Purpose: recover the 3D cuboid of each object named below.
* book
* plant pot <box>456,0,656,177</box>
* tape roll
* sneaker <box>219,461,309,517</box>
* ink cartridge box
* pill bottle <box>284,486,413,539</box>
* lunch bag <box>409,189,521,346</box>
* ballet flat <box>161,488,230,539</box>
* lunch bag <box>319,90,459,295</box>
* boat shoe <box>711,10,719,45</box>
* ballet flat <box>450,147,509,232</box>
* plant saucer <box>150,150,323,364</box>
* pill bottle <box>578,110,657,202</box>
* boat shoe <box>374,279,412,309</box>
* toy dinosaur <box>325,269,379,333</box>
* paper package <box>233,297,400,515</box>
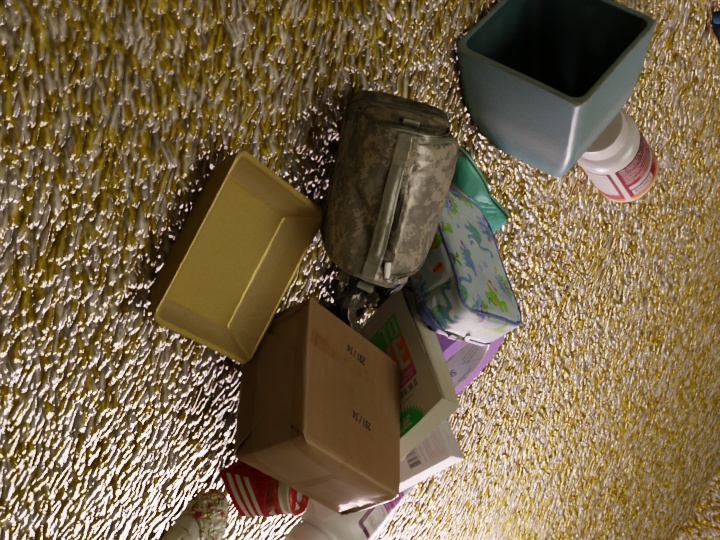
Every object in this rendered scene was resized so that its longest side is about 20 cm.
[{"bbox_3d":[0.047,0.137,1.642,0.048,0.201,0.134,28,118,-34],"label":"book"},{"bbox_3d":[0.258,-0.245,1.750,0.196,0.195,0.201,-46,152,-29],"label":"plant pot"},{"bbox_3d":[0.111,0.121,1.818,0.199,0.066,0.201,-36,157,-17],"label":"tape roll"},{"bbox_3d":[-0.117,0.217,1.607,0.201,0.114,0.079,-80,156,-48],"label":"sneaker"},{"bbox_3d":[0.020,0.239,1.704,0.199,0.117,0.068,-29,161,13],"label":"ink cartridge box"},{"bbox_3d":[-0.013,0.321,1.787,0.200,0.112,0.113,-48,145,-26],"label":"pill bottle"},{"bbox_3d":[0.128,-0.004,1.697,0.082,0.201,0.160,-32,150,30],"label":"lunch bag"},{"bbox_3d":[-0.219,0.351,1.535,0.064,0.075,0.201,30,83,-51],"label":"ballet flat"},{"bbox_3d":[0.030,-0.091,1.488,0.168,0.138,0.202,-84,-172,-73],"label":"lunch bag"},{"bbox_3d":[0.708,-0.455,2.397,0.199,0.084,0.069,-17,106,-35],"label":"boat shoe"},{"bbox_3d":[0.150,-0.099,1.798,0.070,0.067,0.200,-47,145,-2],"label":"ballet flat"},{"bbox_3d":[-0.143,-0.016,1.422,0.201,0.048,0.200,-62,149,-5],"label":"plant saucer"},{"bbox_3d":[0.402,-0.193,2.071,0.110,0.109,0.200,-62,149,-5],"label":"pill bottle"},{"bbox_3d":[0.078,0.023,1.770,0.199,0.072,0.068,3,118,-54],"label":"boat shoe"},{"bbox_3d":[0.000,0.000,1.635,0.102,0.076,0.202,154,-44,-72],"label":"toy dinosaur"},{"bbox_3d":[-0.044,0.162,1.528,0.200,0.103,0.192,37,44,-43],"label":"paper package"}]
